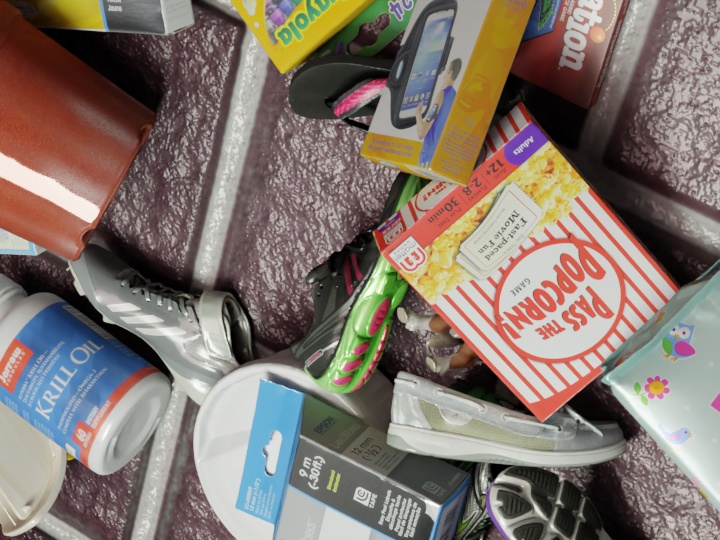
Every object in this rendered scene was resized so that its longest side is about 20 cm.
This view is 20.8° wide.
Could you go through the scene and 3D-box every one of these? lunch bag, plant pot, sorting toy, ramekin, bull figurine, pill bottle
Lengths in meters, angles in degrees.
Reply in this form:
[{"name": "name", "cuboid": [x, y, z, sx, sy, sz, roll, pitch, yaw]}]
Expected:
[{"name": "lunch bag", "cuboid": [0.301, 0.069, 1.439, 0.200, 0.122, 0.171, -42, 88, 7]}, {"name": "plant pot", "cuboid": [-0.293, -0.118, 1.689, 0.194, 0.201, 0.201, 30, 125, -7]}, {"name": "sorting toy", "cuboid": [-0.387, 0.172, 1.943, 0.180, 0.107, 0.201, -33, 92, 44]}, {"name": "ramekin", "cuboid": [-0.040, 0.157, 1.714, 0.201, 0.094, 0.204, 12, 117, 24]}, {"name": "bull figurine", "cuboid": [0.086, -0.016, 1.560, 0.065, 0.121, 0.202, 29, 136, 56]}, {"name": "pill bottle", "cuboid": [-0.285, 0.092, 1.830, 0.199, 0.112, 0.113, 33, 124, 15]}]

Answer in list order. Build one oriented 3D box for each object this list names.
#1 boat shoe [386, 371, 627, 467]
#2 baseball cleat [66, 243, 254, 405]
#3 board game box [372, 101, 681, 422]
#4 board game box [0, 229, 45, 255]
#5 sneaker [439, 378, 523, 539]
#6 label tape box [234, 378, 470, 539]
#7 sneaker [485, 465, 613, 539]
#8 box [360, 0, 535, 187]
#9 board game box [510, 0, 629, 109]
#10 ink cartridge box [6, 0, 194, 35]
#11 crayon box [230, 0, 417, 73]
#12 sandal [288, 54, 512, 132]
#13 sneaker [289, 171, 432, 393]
[{"name": "boat shoe", "cuboid": [0.120, 0.121, 1.575, 0.200, 0.074, 0.066, 6, 89, -11]}, {"name": "baseball cleat", "cuboid": [-0.171, 0.031, 1.772, 0.200, 0.070, 0.106, 44, 120, -4]}, {"name": "board game box", "cuboid": [0.130, -0.004, 1.492, 0.151, 0.046, 0.200, -41, 113, 10]}, {"name": "board game box", "cuboid": [-0.365, -0.116, 1.840, 0.133, 0.034, 0.202, 3, 111, 30]}, {"name": "sneaker", "cuboid": [0.095, 0.197, 1.662, 0.085, 0.078, 0.202, 19, 118, 23]}, {"name": "label tape box", "cuboid": [-0.022, 0.196, 1.624, 0.199, 0.066, 0.144, 23, 121, 17]}, {"name": "sneaker", "cuboid": [0.162, 0.236, 1.603, 0.083, 0.081, 0.200, -14, 132, 44]}, {"name": "box", "cuboid": [0.073, -0.168, 1.465, 0.119, 0.041, 0.202, 17, 88, 63]}, {"name": "board game box", "cuboid": [0.159, -0.232, 1.477, 0.102, 0.019, 0.202, 26, 122, 19]}, {"name": "ink cartridge box", "cuboid": [-0.238, -0.304, 1.663, 0.196, 0.047, 0.202, 9, 117, 38]}, {"name": "crayon box", "cuboid": [-0.052, -0.252, 1.579, 0.125, 0.052, 0.201, -36, 89, 37]}, {"name": "sandal", "cuboid": [0.024, -0.136, 1.566, 0.198, 0.045, 0.075, 1, 152, 29]}, {"name": "sneaker", "cuboid": [0.000, 0.000, 1.605, 0.083, 0.077, 0.201, 29, 94, 26]}]
